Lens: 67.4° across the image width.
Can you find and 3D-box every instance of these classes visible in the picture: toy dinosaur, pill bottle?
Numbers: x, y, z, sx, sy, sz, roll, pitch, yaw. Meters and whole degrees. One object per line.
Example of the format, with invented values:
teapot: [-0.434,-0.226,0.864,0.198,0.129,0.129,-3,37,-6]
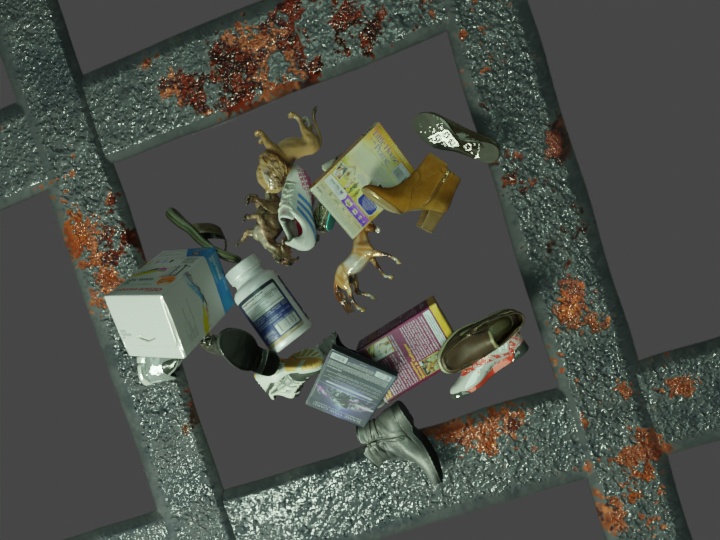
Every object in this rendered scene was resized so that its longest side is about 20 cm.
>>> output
toy dinosaur: [-0.191,-0.105,1.178,0.133,0.086,0.204,12,73,-18]
pill bottle: [-0.204,0.070,1.177,0.110,0.111,0.201,-36,90,7]

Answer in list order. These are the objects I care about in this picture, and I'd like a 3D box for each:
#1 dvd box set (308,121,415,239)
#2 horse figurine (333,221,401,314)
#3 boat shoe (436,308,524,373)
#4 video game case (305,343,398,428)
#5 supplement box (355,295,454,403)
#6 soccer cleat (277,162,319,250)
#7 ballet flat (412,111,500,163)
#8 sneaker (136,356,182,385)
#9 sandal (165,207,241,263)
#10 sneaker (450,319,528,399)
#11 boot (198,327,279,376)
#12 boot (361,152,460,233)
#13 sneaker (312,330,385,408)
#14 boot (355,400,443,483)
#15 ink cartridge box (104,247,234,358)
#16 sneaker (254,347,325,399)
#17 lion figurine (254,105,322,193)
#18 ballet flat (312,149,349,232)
dvd box set: [0.007,-0.188,1.137,0.200,0.029,0.146,-44,115,-1]
horse figurine: [0.000,0.000,1.178,0.132,0.050,0.201,40,103,14]
boat shoe: [0.241,0.134,1.070,0.201,0.075,0.075,-34,93,-17]
video game case: [-0.023,0.244,1.114,0.141,0.019,0.202,23,131,-3]
supplement box: [0.107,0.166,1.155,0.198,0.103,0.132,-31,93,6]
soccer cleat: [-0.141,-0.141,1.144,0.069,0.086,0.204,-24,72,35]
ballet flat: [0.205,-0.284,1.147,0.197,0.046,0.068,23,127,9]
sneaker: [-0.455,0.159,1.235,0.113,0.075,0.204,-5,104,1]
sandal: [-0.345,-0.085,1.201,0.200,0.080,0.058,38,83,2]
sneaker: [0.251,0.179,1.161,0.200,0.067,0.109,-37,89,4]
boot: [-0.280,0.163,1.130,0.172,0.200,0.070,11,67,32]
boot: [0.109,-0.182,1.128,0.199,0.071,0.146,25,91,-25]
sneaker: [-0.015,0.219,1.183,0.199,0.075,0.082,42,103,2]
boot: [0.085,0.403,1.200,0.131,0.070,0.202,-35,79,10]
ink cartridge box: [-0.388,0.063,1.118,0.144,0.201,0.147,-2,118,20]
sneaker: [-0.141,0.232,1.184,0.198,0.076,0.089,-19,106,37]
lion figurine: [-0.144,-0.257,1.139,0.198,0.073,0.123,-35,79,-10]
ballet flat: [-0.065,-0.185,1.172,0.074,0.068,0.203,26,99,20]
